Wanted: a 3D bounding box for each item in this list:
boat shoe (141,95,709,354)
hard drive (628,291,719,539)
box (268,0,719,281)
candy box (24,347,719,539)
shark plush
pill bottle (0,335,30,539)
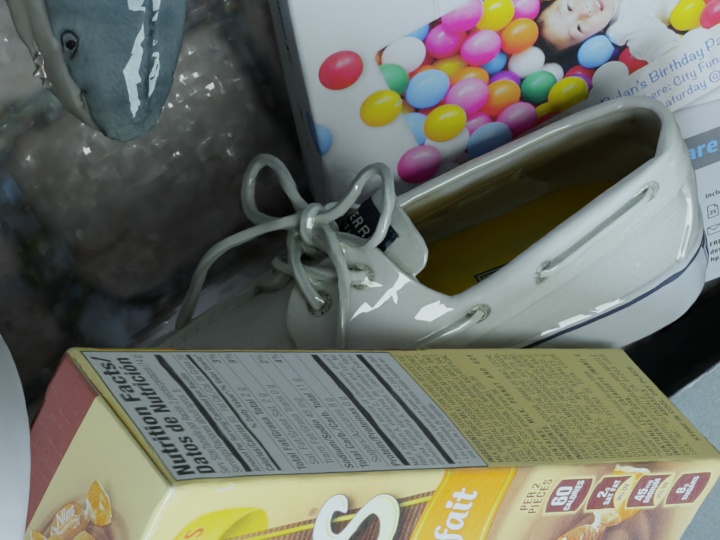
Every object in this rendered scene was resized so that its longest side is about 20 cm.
[{"bbox_3d":[0.003,0.003,0.781,0.202,0.075,0.086,-21,134,-10],"label":"boat shoe"},{"bbox_3d":[0.114,0.115,0.992,0.140,0.033,0.200,-34,127,-9],"label":"hard drive"},{"bbox_3d":[0.055,-0.068,0.824,0.156,0.041,0.200,-19,131,-9],"label":"box"},{"bbox_3d":[-0.009,0.080,0.744,0.200,0.055,0.116,1,126,-44],"label":"candy box"},{"bbox_3d":[-0.046,-0.137,0.732,0.091,0.083,0.200,17,106,-35],"label":"shark plush"},{"bbox_3d":[-0.179,0.039,0.603,0.200,0.113,0.113,12,109,-35],"label":"pill bottle"}]
